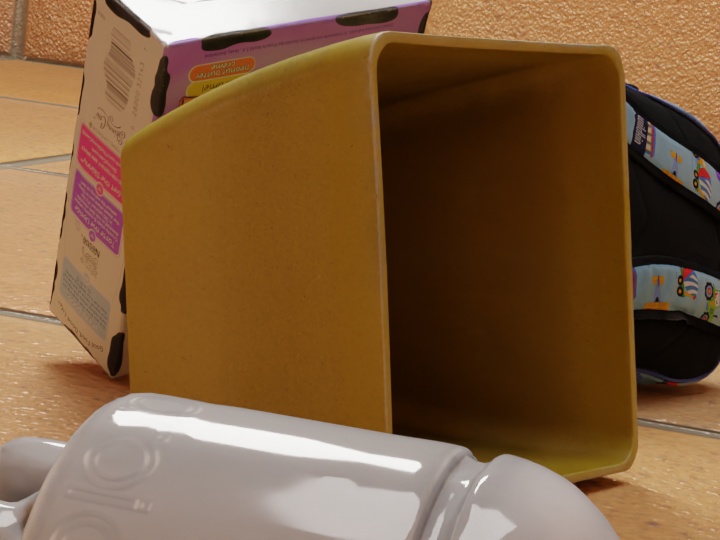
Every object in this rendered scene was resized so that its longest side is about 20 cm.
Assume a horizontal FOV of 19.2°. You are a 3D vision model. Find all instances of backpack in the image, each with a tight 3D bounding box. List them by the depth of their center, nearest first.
[{"bbox_3d":[0.132,-0.020,1.244,0.134,0.183,0.200,-8,-18,43],"label":"backpack"}]

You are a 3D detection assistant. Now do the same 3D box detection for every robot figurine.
[{"bbox_3d":[-0.013,0.095,0.542,0.200,0.113,0.170,8,23,15],"label":"robot figurine"}]

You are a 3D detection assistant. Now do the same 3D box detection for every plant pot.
[{"bbox_3d":[0.000,0.000,0.983,0.176,0.200,0.200,-1,2,38],"label":"plant pot"}]

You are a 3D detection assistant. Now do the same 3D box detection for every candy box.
[{"bbox_3d":[-0.065,-0.058,1.118,0.168,0.200,0.072,-14,41,-37],"label":"candy box"}]
